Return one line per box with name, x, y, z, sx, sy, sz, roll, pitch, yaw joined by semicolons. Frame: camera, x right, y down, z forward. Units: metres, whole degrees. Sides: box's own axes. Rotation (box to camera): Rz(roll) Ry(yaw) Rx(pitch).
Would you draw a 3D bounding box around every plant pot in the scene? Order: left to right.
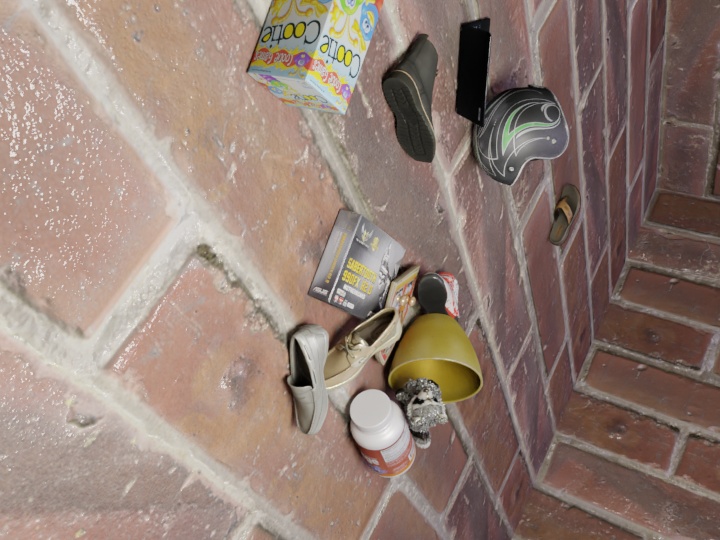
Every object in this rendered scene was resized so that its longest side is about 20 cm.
plant pot;0.162;0.178;1.469;0.201;0.198;0.143;64;25;-50

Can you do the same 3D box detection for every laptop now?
laptop;0.254;-0.407;1.382;0.200;0.103;0.179;-33;132;-48

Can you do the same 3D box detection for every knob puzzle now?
knob puzzle;0.076;0.101;1.371;0.220;0.030;0.222;19;90;-75

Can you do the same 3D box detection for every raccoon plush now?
raccoon plush;0.143;0.314;1.385;0.096;0.134;0.201;-22;118;1

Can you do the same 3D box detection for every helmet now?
helmet;0.340;-0.296;1.496;0.200;0.189;0.202;-18;90;-88

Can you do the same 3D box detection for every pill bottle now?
pill bottle;0.043;0.333;1.397;0.113;0.111;0.201;-54;144;-28

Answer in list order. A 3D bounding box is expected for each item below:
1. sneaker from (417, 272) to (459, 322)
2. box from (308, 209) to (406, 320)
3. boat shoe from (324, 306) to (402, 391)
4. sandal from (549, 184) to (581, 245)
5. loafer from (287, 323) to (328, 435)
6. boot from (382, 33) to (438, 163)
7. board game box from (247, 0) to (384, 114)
sneaker;0.170;0.038;1.491;0.202;0.067;0.109;59;28;-47
box;0.000;0.000;1.221;0.200;0.048;0.160;32;77;-59
boat shoe;-0.009;0.136;1.214;0.199;0.072;0.065;-34;147;-17
sandal;0.651;-0.181;2.197;0.054;0.082;0.202;13;101;-38
loafer;-0.095;0.189;1.148;0.069;0.070;0.202;-16;113;-46
boot;0.118;-0.311;1.242;0.139;0.077;0.201;-61;149;-28
board game box;-0.053;-0.330;0.913;0.103;0.104;0.202;25;82;-59
